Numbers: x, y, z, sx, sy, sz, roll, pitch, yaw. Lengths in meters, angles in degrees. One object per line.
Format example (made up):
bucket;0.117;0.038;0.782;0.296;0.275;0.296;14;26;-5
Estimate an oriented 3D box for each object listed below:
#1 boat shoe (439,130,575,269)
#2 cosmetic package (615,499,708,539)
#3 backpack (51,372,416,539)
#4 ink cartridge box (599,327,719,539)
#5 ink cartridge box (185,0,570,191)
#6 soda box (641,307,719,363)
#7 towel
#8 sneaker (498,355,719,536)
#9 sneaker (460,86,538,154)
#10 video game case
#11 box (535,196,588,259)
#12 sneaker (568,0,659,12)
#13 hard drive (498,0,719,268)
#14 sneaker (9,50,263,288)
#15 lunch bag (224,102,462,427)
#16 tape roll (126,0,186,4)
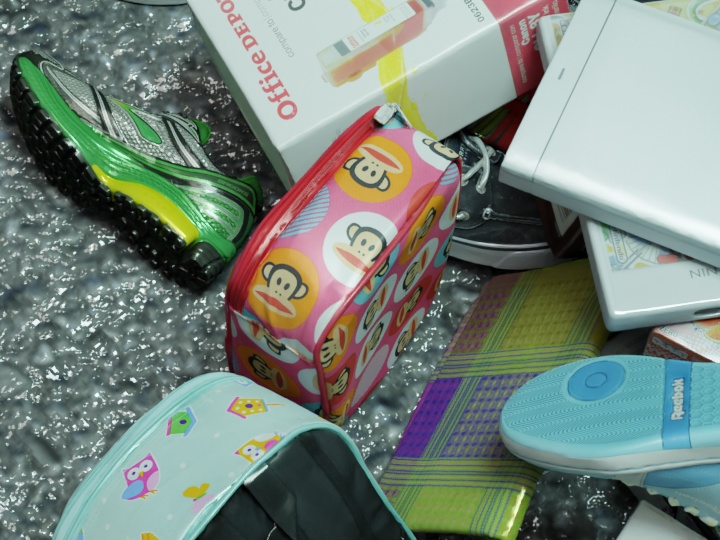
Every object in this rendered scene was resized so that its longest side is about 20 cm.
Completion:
boat shoe;0.060;-0.057;1.032;0.199;0.068;0.072;13;52;8
cosmetic package;0.126;0.237;0.876;0.071;0.102;0.200;31;67;14
backpack;-0.073;0.152;0.862;0.153;0.200;0.176;32;69;32
ink cartridge box;0.242;0.106;0.948;0.144;0.084;0.200;-31;68;-15
ink cartridge box;0.012;-0.151;0.994;0.199;0.083;0.145;-30;60;-2
soda box;0.256;0.069;0.881;0.199;0.068;0.064;28;64;13
towel;0.086;0.072;0.948;0.023;0.143;0.200;42;63;-24
sneaker;0.178;0.113;0.843;0.199;0.131;0.080;-2;38;25
sneaker;0.095;-0.115;1.055;0.199;0.085;0.077;16;66;8
video game case;0.206;-0.070;0.902;0.181;0.023;0.201;-8;62;-3
box;0.218;-0.065;0.996;0.199;0.100;0.075;-2;63;-20
sneaker;0.144;-0.184;1.079;0.199;0.076;0.114;4;44;-2
hard drive;0.193;-0.069;0.875;0.199;0.027;0.132;22;65;12
sneaker;-0.150;-0.077;1.049;0.200;0.078;0.085;40;63;8
lunch bag;0.000;0.000;0.936;0.082;0.200;0.176;34;66;13
tape roll;-0.139;-0.307;1.117;0.202;0.139;0.204;0;63;0
